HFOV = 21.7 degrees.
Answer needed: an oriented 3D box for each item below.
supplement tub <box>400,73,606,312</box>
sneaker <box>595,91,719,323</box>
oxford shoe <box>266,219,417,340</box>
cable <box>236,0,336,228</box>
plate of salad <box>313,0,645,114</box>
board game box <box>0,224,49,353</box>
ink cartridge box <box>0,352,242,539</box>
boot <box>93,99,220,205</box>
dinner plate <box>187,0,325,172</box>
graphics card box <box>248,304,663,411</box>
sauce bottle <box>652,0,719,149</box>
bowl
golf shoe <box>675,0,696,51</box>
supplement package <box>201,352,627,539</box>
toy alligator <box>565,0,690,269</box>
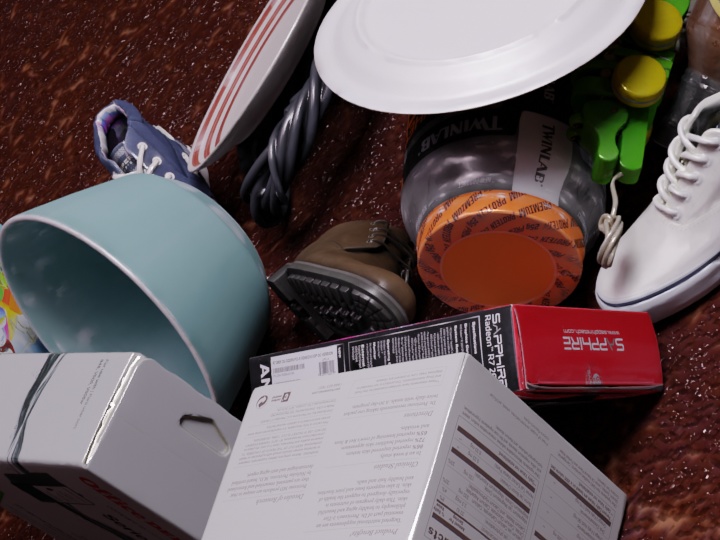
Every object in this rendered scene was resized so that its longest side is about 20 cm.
[{"bbox_3d":[0.088,-0.077,1.141,0.123,0.123,0.200,-26,40,31],"label":"supplement tub"},{"bbox_3d":[0.196,-0.056,1.043,0.200,0.071,0.073,-47,34,6],"label":"sneaker"},{"bbox_3d":[0.000,0.000,1.181,0.084,0.073,0.200,-42,16,-8],"label":"oxford shoe"},{"bbox_3d":[-0.037,-0.120,1.353,0.163,0.051,0.200,-52,16,32],"label":"cable"},{"bbox_3d":[0.071,-0.144,1.089,0.200,0.048,0.200,-13,37,10],"label":"plate of salad"},{"bbox_3d":[-0.266,0.041,1.360,0.047,0.200,0.151,-30,38,27],"label":"board game box"},{"bbox_3d":[-0.167,0.121,1.218,0.200,0.147,0.083,-4,55,48],"label":"ink cartridge box"},{"bbox_3d":[-0.153,-0.053,1.422,0.073,0.090,0.200,-44,34,8],"label":"boot"},{"bbox_3d":[-0.068,-0.155,1.381,0.200,0.024,0.200,-54,16,23],"label":"dinner plate"},{"bbox_3d":[0.050,0.058,1.048,0.200,0.125,0.051,-15,78,42],"label":"graphics card box"},{"bbox_3d":[0.227,-0.157,1.075,0.065,0.065,0.200,41,113,56],"label":"sauce bottle"},{"bbox_3d":[-0.139,0.012,1.279,0.201,0.201,0.105,3,41,50],"label":"bowl"},{"bbox_3d":[0.250,-0.209,1.151,0.200,0.078,0.097,-34,18,13],"label":"golf shoe"},{"bbox_3d":[0.016,0.172,0.953,0.152,0.151,0.200,-12,48,41],"label":"supplement package"},{"bbox_3d":[0.142,-0.092,1.071,0.054,0.059,0.200,17,61,7],"label":"toy alligator"}]
